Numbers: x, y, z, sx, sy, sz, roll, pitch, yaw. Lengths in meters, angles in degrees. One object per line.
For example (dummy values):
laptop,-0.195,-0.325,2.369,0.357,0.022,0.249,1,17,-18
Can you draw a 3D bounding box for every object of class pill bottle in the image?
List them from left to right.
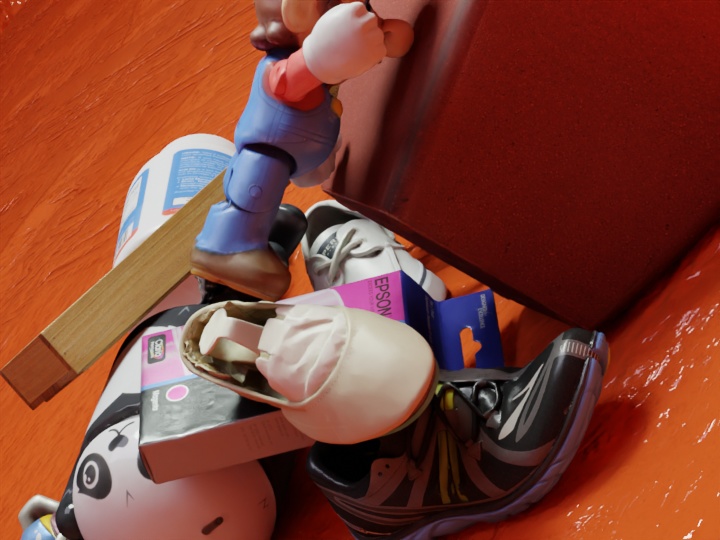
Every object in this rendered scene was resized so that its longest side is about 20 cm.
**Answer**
pill bottle,-0.118,-0.025,1.796,0.112,0.112,0.200,-43,18,18

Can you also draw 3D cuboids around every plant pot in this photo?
plant pot,0.089,-0.081,1.303,0.177,0.200,0.200,-60,18,-2

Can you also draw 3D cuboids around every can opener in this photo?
can opener,-0.063,0.003,1.558,0.200,0.078,0.064,115,170,-65

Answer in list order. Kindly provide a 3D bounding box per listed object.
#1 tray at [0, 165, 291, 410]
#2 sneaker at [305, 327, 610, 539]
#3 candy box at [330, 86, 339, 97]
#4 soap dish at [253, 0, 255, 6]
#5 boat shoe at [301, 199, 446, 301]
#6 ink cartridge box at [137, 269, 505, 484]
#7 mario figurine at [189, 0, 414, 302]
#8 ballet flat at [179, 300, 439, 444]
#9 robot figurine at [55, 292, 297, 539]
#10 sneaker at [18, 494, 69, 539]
tray,-0.128,0.001,1.526,0.200,0.037,0.099,-43,3,-28
sneaker,0.045,0.080,1.225,0.199,0.083,0.071,-32,24,43
candy box,0.066,-0.143,1.501,0.200,0.116,0.057,-55,4,47
soap dish,0.013,-0.241,1.443,0.200,0.081,0.157,-58,4,-11
boat shoe,0.000,0.000,1.532,0.072,0.066,0.200,-45,17,9
ink cartridge box,-0.022,0.053,1.352,0.199,0.037,0.095,-13,37,6
mario figurine,-0.016,-0.082,1.238,0.123,0.106,0.201,26,101,49
ballet flat,-0.034,0.043,1.240,0.070,0.069,0.200,-54,23,-16
robot figurine,-0.099,0.098,1.459,0.200,0.124,0.151,-75,5,-55
sneaker,-0.168,0.194,1.484,0.075,0.090,0.200,-49,17,-1
